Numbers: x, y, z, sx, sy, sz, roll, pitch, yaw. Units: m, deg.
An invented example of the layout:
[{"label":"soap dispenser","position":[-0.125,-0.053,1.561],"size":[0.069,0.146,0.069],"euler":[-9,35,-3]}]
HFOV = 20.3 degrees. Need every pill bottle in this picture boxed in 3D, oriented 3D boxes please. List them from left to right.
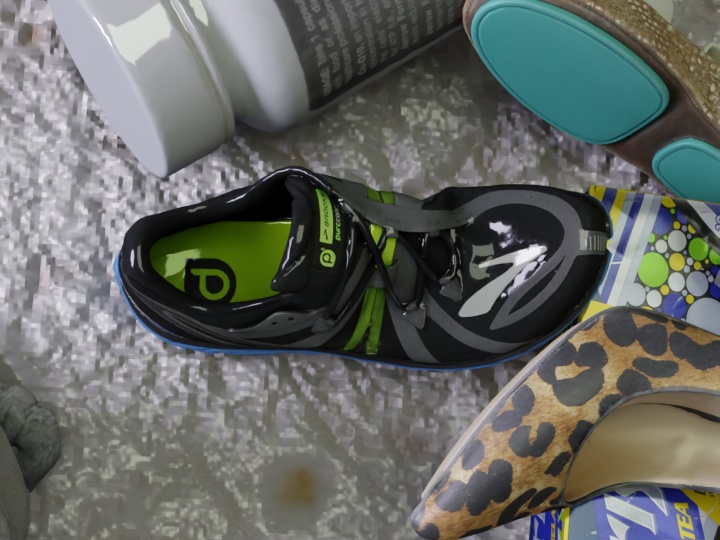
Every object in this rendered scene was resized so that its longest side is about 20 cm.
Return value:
[{"label":"pill bottle","position":[-0.020,-0.127,0.812],"size":[0.199,0.114,0.114],"euler":[-31,83,-14]}]

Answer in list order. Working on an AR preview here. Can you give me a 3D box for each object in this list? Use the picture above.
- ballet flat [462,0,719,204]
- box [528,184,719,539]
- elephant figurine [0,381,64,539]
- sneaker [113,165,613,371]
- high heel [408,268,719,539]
[{"label":"ballet flat","position":[0.125,-0.075,0.834],"size":[0.199,0.070,0.066],"euler":[35,54,-25]},{"label":"box","position":[0.109,0.073,0.812],"size":[0.069,0.064,0.202],"euler":[8,76,-6]},{"label":"elephant figurine","position":[-0.176,0.064,0.700],"size":[0.141,0.200,0.155],"euler":[-41,86,-15]},{"label":"sneaker","position":[0.000,0.000,0.784],"size":[0.197,0.083,0.072],"euler":[-2,77,6]},{"label":"high heel","position":[0.128,0.078,0.728],"size":[0.199,0.072,0.143],"euler":[-31,63,-21]}]
